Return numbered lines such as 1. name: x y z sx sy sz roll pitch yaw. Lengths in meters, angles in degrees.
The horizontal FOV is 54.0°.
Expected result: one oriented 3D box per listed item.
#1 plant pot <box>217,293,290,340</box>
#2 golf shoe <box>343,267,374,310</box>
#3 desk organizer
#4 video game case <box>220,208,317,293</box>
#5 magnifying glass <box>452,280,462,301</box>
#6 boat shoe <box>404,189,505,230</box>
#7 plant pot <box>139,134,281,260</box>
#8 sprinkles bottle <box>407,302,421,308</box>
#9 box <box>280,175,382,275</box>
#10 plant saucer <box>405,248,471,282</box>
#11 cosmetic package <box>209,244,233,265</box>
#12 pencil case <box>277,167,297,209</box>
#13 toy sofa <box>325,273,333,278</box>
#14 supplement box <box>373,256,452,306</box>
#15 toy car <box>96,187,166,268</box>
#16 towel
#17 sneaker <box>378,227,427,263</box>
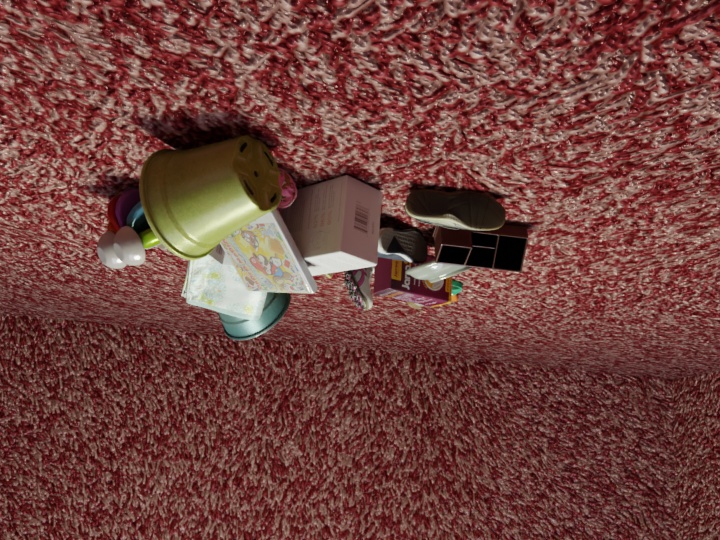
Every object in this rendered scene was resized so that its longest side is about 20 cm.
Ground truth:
1. plant pot: -0.307 0.035 1.798 0.197 0.202 0.198 -4 130 31
2. golf shoe: 0.000 0.000 1.655 0.091 0.202 0.073 -13 148 -13
3. desk organizer: 0.258 -0.056 1.512 0.196 0.078 0.072 6 144 -5
4. video game case: -0.195 -0.037 1.377 0.180 0.023 0.202 1 131 35
5. magnifying glass: 0.274 0.063 2.135 0.078 0.023 0.200 1 166 14
6. boat shoe: 0.181 -0.117 1.373 0.197 0.073 0.066 7 176 -6
7. plant pot: -0.242 -0.141 1.215 0.182 0.204 0.200 -17 158 26
8. sprinkles bottle: 0.192 0.063 2.066 0.067 0.070 0.200 8 166 -13
9. box: -0.065 -0.083 1.400 0.198 0.155 0.105 -8 161 44
10. plant saucer: 0.203 -0.012 1.637 0.197 0.051 0.200 -20 179 0
11. cosmetic package: -0.281 -0.063 1.551 0.149 0.053 0.199 2 -161 -41
12. pencil case: -0.204 -0.140 1.376 0.199 0.087 0.083 -14 118 52
13. toy sofa: -0.139 -0.029 1.823 0.083 0.099 0.198 42 149 -27
14. supplement box: 0.137 0.019 1.823 0.197 0.112 0.085 13 163 -29
15. toy car: -0.470 -0.100 1.505 0.174 0.152 0.198 -29 -165 -39
16. towel: -0.313 0.021 1.660 0.197 0.048 0.173 14 121 -8
17. sneaker: 0.053 -0.059 1.623 0.144 0.078 0.201 -1 170 40
